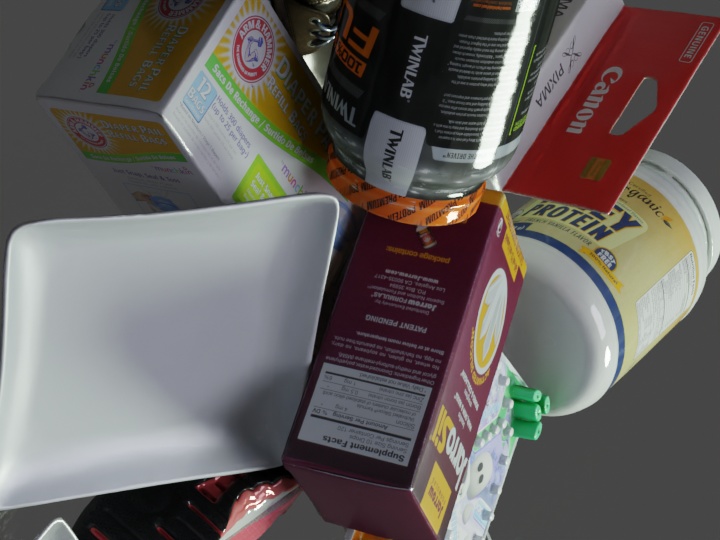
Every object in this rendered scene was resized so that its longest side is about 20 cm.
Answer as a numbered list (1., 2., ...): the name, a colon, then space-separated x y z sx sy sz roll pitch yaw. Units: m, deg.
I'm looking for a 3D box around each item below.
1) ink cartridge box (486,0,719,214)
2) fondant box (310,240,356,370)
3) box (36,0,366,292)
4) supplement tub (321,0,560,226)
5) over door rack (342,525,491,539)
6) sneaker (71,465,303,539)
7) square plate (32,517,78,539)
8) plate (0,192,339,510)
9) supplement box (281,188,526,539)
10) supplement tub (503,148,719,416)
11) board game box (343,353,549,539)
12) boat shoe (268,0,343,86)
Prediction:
1. ink cartridge box: 0.135 -0.135 1.586 0.200 0.175 0.045 -56 138 -30
2. fondant box: 0.000 0.000 1.499 0.144 0.058 0.201 46 57 -34
3. box: -0.086 -0.076 1.360 0.113 0.101 0.200 -61 140 -24
4. supplement tub: 0.047 -0.135 1.308 0.122 0.122 0.201 -23 136 -49
5. over door rack: 0.015 0.148 1.595 0.147 0.066 0.201 -25 104 -49
6. sneaker: -0.101 0.162 1.426 0.199 0.074 0.087 -26 147 -37
7. square plate: -0.204 0.274 1.331 0.200 0.028 0.199 -50 135 -25
8. plate: -0.119 0.041 1.311 0.198 0.032 0.201 -6 127 -25
9. supplement box: 0.031 0.055 1.397 0.110 0.085 0.201 64 41 -62
10. supplement tub: 0.171 0.003 1.696 0.200 0.144 0.145 -38 127 -43
11. board game box: 0.064 0.136 1.530 0.200 0.026 0.201 51 55 -55
12. boat shoe: -0.041 -0.171 1.422 0.072 0.072 0.201 -49 133 -31
